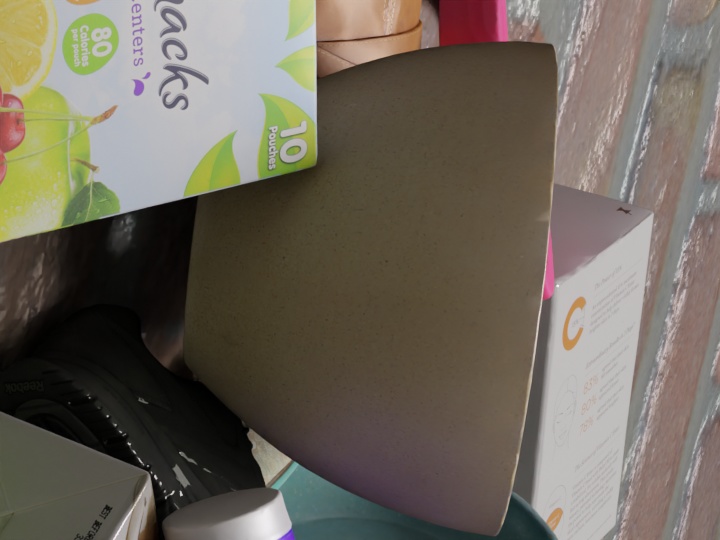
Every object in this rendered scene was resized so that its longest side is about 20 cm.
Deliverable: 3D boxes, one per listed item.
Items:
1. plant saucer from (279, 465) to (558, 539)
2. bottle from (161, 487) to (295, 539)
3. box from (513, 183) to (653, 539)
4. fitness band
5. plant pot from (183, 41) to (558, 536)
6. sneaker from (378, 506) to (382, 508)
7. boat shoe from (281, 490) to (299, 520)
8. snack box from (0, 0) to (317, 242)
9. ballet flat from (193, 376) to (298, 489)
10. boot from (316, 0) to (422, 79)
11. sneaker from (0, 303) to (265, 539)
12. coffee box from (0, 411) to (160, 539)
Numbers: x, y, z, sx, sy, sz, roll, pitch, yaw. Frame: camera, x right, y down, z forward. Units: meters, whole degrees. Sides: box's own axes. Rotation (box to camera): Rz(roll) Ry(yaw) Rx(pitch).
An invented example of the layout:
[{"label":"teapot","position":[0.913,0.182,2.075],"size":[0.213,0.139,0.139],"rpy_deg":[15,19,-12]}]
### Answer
[{"label":"plant saucer","position":[-0.002,0.156,1.076],"size":[0.200,0.200,0.036],"rpy_deg":[-46,150,-45]},{"label":"bottle","position":[-0.028,0.183,0.903],"size":[0.065,0.083,0.200],"rpy_deg":[-44,120,-75]},{"label":"box","position":[0.083,0.065,1.311],"size":[0.124,0.097,0.200],"rpy_deg":[-33,134,-54]},{"label":"fitness band","position":[0.066,-0.066,1.168],"size":[0.200,0.037,0.144],"rpy_deg":[-88,168,-61]},{"label":"plant pot","position":[0.000,0.000,0.969],"size":[0.200,0.134,0.201],"rpy_deg":[-173,-90,-89]},{"label":"sneaker","position":[0.008,0.140,1.234],"size":[0.099,0.071,0.200],"rpy_deg":[-44,144,-52]},{"label":"boat shoe","position":[-0.038,0.200,1.172],"size":[0.072,0.068,0.200],"rpy_deg":[-19,118,-59]},{"label":"snack box","position":[-0.088,-0.119,0.838],"size":[0.142,0.053,0.200],"rpy_deg":[-16,124,-24]},{"label":"ballet flat","position":[-0.049,0.060,1.104],"size":[0.200,0.067,0.062],"rpy_deg":[-40,111,-55]},{"label":"boot","position":[0.011,-0.068,1.121],"size":[0.200,0.074,0.155],"rpy_deg":[-10,109,-65]},{"label":"sneaker","position":[-0.065,0.096,0.983],"size":[0.200,0.076,0.091],"rpy_deg":[57,33,-18]},{"label":"coffee box","position":[-0.129,0.162,0.918],"size":[0.200,0.080,0.114],"rpy_deg":[89,27,-50]}]
